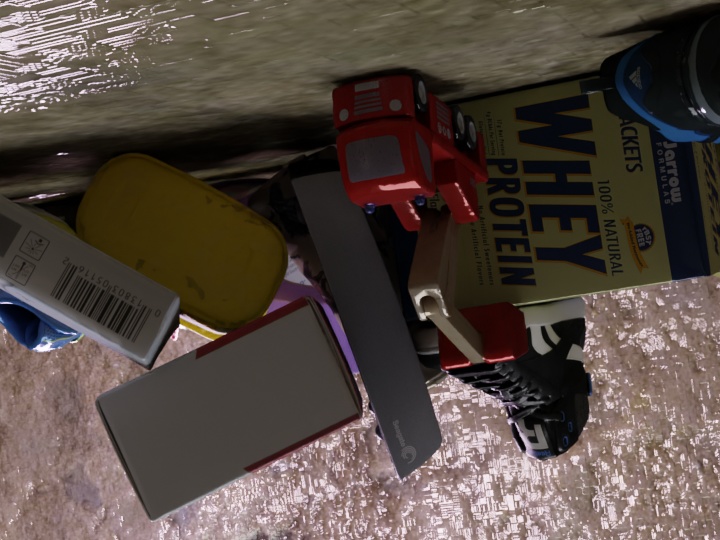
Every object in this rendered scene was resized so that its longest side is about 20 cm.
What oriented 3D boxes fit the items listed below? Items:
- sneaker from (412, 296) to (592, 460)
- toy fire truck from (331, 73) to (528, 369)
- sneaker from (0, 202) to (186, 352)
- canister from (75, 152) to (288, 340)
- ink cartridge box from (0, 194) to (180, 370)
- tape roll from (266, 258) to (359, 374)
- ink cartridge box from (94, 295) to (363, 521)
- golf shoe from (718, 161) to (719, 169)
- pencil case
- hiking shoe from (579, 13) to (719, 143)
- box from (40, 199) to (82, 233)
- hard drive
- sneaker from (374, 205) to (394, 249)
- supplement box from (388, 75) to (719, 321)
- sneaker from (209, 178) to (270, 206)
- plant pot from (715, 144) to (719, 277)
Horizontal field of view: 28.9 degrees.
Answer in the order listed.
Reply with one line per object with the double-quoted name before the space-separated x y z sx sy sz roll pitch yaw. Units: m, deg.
"sneaker" 0.112 0.081 0.979 0.072 0.114 0.199 -9 179 36
"toy fire truck" 0.043 -0.021 0.804 0.048 0.143 0.200 -9 169 20
"sneaker" -0.216 0.029 1.097 0.198 0.106 0.076 24 148 -24
"canister" -0.124 -0.012 0.981 0.147 0.087 0.200 28 173 -5
"ink cartridge box" -0.192 0.011 0.883 0.159 0.048 0.200 29 167 -2
"tape roll" -0.009 0.017 1.205 0.197 0.067 0.200 -5 -159 2
"ink cartridge box" -0.075 0.085 0.915 0.144 0.084 0.200 -26 177 -1
"golf shoe" 0.203 -0.067 1.126 0.197 0.074 0.092 1 -172 13
"pencil case" 0.000 0.000 1.030 0.077 0.201 0.089 -36 179 5
"hiking shoe" 0.207 -0.103 0.768 0.086 0.076 0.199 1 176 41
"box" -0.245 -0.037 1.204 0.198 0.037 0.143 -8 -179 28
"hard drive" 0.002 0.024 0.919 0.042 0.202 0.135 -20 -171 0
"sneaker" 0.059 -0.050 1.152 0.198 0.106 0.060 -8 179 -45
"supplement box" 0.141 -0.050 0.966 0.197 0.136 0.200 -9 179 20
"sneaker" -0.067 -0.048 1.153 0.198 0.082 0.088 -15 177 -22
"plant pot" 0.377 -0.066 1.309 0.190 0.203 0.200 2 177 -9
